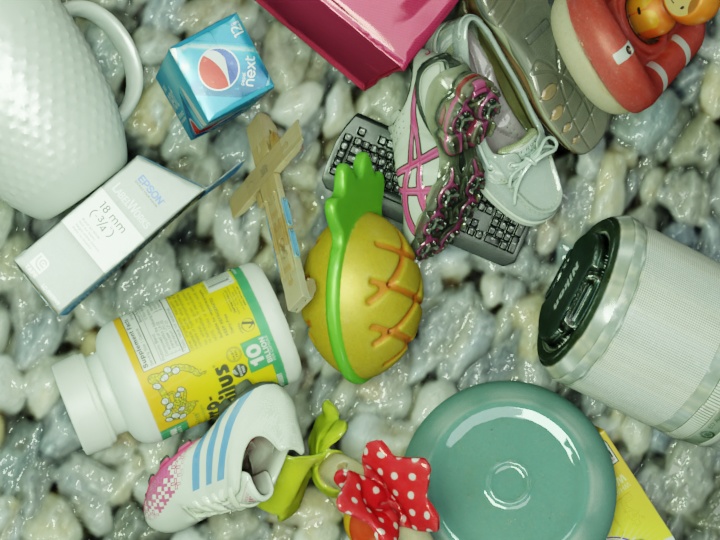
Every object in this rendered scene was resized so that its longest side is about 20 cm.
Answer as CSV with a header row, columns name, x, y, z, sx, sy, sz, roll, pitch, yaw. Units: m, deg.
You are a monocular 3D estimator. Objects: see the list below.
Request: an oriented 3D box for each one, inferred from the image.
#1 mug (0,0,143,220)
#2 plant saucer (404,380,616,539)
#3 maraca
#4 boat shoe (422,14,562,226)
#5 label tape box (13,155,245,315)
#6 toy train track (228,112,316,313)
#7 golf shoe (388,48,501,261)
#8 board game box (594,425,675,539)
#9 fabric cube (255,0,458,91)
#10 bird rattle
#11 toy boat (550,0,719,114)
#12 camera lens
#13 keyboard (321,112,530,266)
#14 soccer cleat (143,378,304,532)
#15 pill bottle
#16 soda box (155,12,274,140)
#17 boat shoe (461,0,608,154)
name,x,y,z,sx,sy,sz,roll,pitch,yaw
mug,-0.266,-0.153,1.400,0.200,0.147,0.176,-43,105,-37
plant saucer,0.133,0.194,1.481,0.197,0.036,0.202,-1,72,3
maraca,0.000,0.000,1.442,0.106,0.137,0.202,2,107,20
boat shoe,0.125,-0.133,1.470,0.074,0.065,0.204,-30,100,-23
label tape box,-0.197,-0.048,1.402,0.200,0.144,0.063,-41,95,-8
toy train track,-0.064,-0.051,1.432,0.032,0.115,0.202,13,47,-35
golf shoe,0.064,-0.103,1.454,0.072,0.092,0.202,-23,139,-38
board game box,0.215,0.271,1.530,0.152,0.040,0.201,-35,96,-8
fabric cube,0.006,-0.299,1.406,0.196,0.200,0.200,39,84,-9
bird rattle,0.013,0.197,1.426,0.113,0.199,0.163,-53,127,-22
toy boat,0.261,-0.228,1.452,0.131,0.130,0.200,55,48,-13
camera lens,0.269,0.056,1.476,0.198,0.160,0.161,26,86,-9
keyboard,0.072,-0.086,1.501,0.198,0.040,0.105,22,88,-10
soccer cleat,-0.120,0.179,1.407,0.069,0.087,0.200,8,133,-43
pill bottle,-0.160,0.081,1.425,0.198,0.113,0.114,-23,94,-9
soda box,-0.125,-0.159,1.384,0.064,0.200,0.068,-29,95,-8
boat shoe,0.158,-0.196,1.501,0.075,0.072,0.201,-37,107,-18
